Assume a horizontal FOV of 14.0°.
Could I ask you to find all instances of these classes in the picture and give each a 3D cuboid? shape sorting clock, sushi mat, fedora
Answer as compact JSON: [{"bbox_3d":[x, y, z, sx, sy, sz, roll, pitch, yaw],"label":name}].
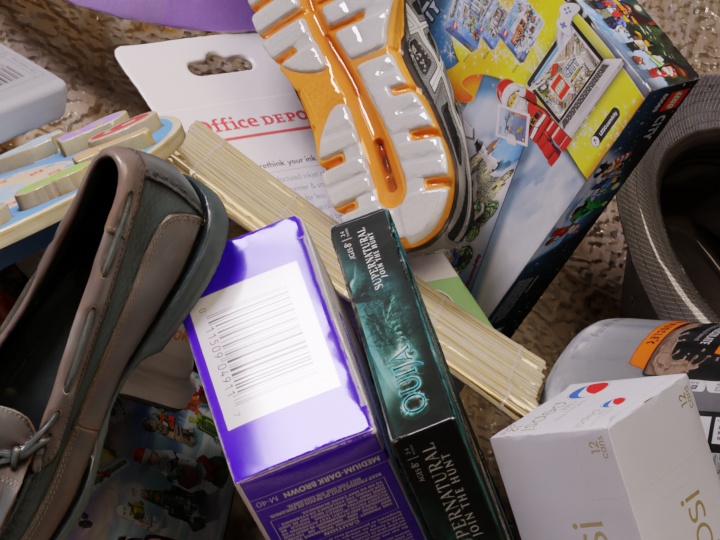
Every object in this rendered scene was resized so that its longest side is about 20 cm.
[{"bbox_3d":[-0.167,-0.025,1.226,0.200,0.199,0.039,-40,109,-47],"label":"shape sorting clock"},{"bbox_3d":[0.000,0.000,1.295,0.199,0.012,0.096,35,12,-3],"label":"sushi mat"},{"bbox_3d":[0.190,0.009,1.476,0.176,0.090,0.201,-12,64,-37],"label":"fedora"}]

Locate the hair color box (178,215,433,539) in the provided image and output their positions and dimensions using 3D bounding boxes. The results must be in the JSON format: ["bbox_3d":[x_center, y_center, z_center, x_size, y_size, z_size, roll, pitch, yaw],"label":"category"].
[{"bbox_3d":[-0.012,0.080,1.210,0.064,0.200,0.110,-20,56,1],"label":"hair color box"}]

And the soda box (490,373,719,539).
[{"bbox_3d":[0.125,0.149,1.246,0.064,0.068,0.201,-29,105,-45],"label":"soda box"}]

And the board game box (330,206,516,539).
[{"bbox_3d":[0.040,0.090,1.198,0.028,0.201,0.136,-20,39,2],"label":"board game box"}]

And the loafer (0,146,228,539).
[{"bbox_3d":[-0.128,0.042,1.131,0.072,0.201,0.063,27,-6,39],"label":"loafer"}]

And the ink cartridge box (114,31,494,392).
[{"bbox_3d":[-0.040,-0.016,1.374,0.117,0.067,0.201,-10,58,-40],"label":"ink cartridge box"}]

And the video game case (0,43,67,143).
[{"bbox_3d":[-0.261,-0.084,1.296,0.181,0.023,0.200,31,38,28],"label":"video game case"}]

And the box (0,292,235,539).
[{"bbox_3d":[-0.127,0.109,1.225,0.136,0.040,0.201,22,43,-11],"label":"box"}]

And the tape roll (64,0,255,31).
[{"bbox_3d":[-0.104,-0.193,1.460,0.199,0.066,0.200,13,28,-7],"label":"tape roll"}]

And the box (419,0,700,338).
[{"bbox_3d":[0.061,-0.070,1.387,0.038,0.200,0.137,-15,60,-42],"label":"box"}]

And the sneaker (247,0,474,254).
[{"bbox_3d":[0.004,-0.094,1.358,0.077,0.078,0.201,31,43,-63],"label":"sneaker"}]

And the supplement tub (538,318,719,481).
[{"bbox_3d":[0.186,0.086,1.308,0.199,0.123,0.122,3,27,35],"label":"supplement tub"}]

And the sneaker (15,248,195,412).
[{"bbox_3d":[-0.098,-0.009,1.279,0.073,0.080,0.200,18,13,-24],"label":"sneaker"}]
